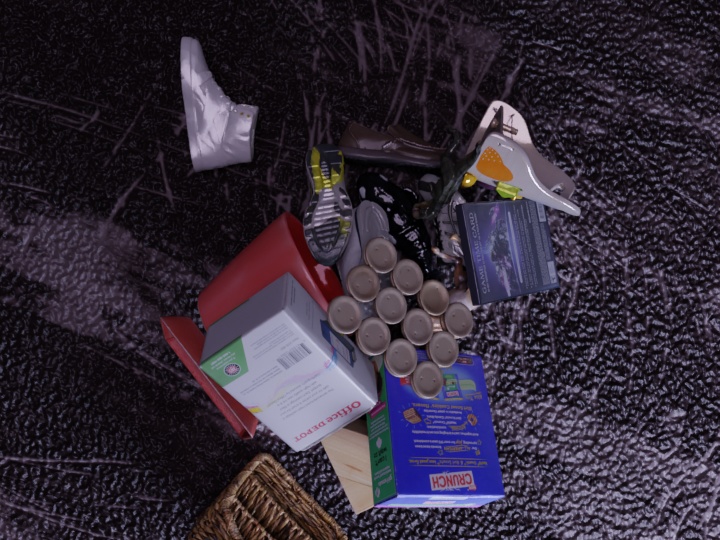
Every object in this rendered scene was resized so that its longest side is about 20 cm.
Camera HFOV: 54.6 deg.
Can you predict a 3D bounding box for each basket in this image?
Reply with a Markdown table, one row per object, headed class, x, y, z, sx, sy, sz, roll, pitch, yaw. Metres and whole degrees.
| class | x | y | z | sx | sy | sz | roll | pitch | yaw |
| --- | --- | --- | --- | --- | --- | --- | --- | --- | --- |
| basket | -0.132 | 0.393 | 1.018 | 0.149 | 0.143 | 0.200 | -44 | 89 | -1 |

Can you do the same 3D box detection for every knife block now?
| class | x | y | z | sx | sy | sz | roll | pitch | yaw |
| --- | --- | --- | --- | --- | --- | --- | --- | --- | --- |
| knife block | 0.046 | 0.265 | 1.019 | 0.173 | 0.064 | 0.203 | -26 | 100 | -2 |

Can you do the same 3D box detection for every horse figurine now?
| class | x | y | z | sx | sy | sz | roll | pitch | yaw |
| --- | --- | --- | --- | --- | --- | --- | --- | --- | --- |
| horse figurine | 0.131 | 0.032 | 1.025 | 0.132 | 0.050 | 0.200 | 43 | 87 | -21 |

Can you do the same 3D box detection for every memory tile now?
| class | x | y | z | sx | sy | sz | roll | pitch | yaw |
| --- | --- | --- | --- | --- | --- | --- | --- | --- | --- |
| memory tile | 0.058 | 0.063 | 0.952 | 0.199 | 0.017 | 0.155 | 38 | 65 | -14 |

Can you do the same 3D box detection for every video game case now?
| class | x | y | z | sx | sy | sz | roll | pitch | yaw |
| --- | --- | --- | --- | --- | --- | --- | --- | --- | --- |
| video game case | 0.223 | -0.033 | 1.042 | 0.197 | 0.019 | 0.146 | -8 | 87 | -39 |

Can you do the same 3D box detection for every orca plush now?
| class | x | y | z | sx | sy | sz | roll | pitch | yaw |
| --- | --- | --- | --- | --- | --- | --- | --- | --- | --- |
| orca plush | 0.057 | -0.066 | 1.075 | 0.103 | 0.071 | 0.204 | -19 | 88 | -1 |

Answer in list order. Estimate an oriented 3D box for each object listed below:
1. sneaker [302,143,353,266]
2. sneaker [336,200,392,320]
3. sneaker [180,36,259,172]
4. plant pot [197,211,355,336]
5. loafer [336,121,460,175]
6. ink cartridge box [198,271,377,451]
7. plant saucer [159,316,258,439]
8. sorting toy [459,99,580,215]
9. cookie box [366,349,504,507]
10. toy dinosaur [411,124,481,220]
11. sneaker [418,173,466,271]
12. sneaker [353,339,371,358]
| class | x | y | z | sx | sy | sz | roll | pitch | yaw |
| --- | --- | --- | --- | --- | --- | --- | --- | --- | --- |
| sneaker | -0.042 | -0.090 | 1.042 | 0.073 | 0.085 | 0.204 | -3 | 61 | 5 |
| sneaker | 0.000 | 0.000 | 1.038 | 0.076 | 0.080 | 0.204 | 23 | 58 | -36 |
| sneaker | -0.215 | -0.263 | 1.087 | 0.113 | 0.074 | 0.205 | -7 | 97 | -2 |
| plant pot | -0.127 | 0.047 | 1.019 | 0.175 | 0.200 | 0.203 | -31 | 88 | 6 |
| loafer | 0.060 | -0.194 | 1.080 | 0.195 | 0.073 | 0.073 | 8 | 87 | -1 |
| ink cartridge box | -0.090 | 0.126 | 0.918 | 0.144 | 0.088 | 0.201 | -33 | 118 | 17 |
| plant saucer | -0.212 | 0.152 | 1.009 | 0.037 | 0.200 | 0.201 | -38 | 88 | -19 |
| sorting toy | 0.247 | -0.147 | 1.038 | 0.177 | 0.201 | 0.108 | 28 | 118 | -2 |
| cookie box | 0.097 | 0.219 | 0.973 | 0.168 | 0.075 | 0.204 | 9 | 59 | -23 |
| toy dinosaur | 0.129 | -0.148 | 0.989 | 0.046 | 0.201 | 0.090 | 11 | 59 | -14 |
| sneaker | 0.141 | -0.053 | 1.073 | 0.087 | 0.076 | 0.201 | -37 | 88 | -2 |
| sneaker | -0.039 | 0.161 | 1.061 | 0.080 | 0.076 | 0.201 | 37 | 88 | -6 |
